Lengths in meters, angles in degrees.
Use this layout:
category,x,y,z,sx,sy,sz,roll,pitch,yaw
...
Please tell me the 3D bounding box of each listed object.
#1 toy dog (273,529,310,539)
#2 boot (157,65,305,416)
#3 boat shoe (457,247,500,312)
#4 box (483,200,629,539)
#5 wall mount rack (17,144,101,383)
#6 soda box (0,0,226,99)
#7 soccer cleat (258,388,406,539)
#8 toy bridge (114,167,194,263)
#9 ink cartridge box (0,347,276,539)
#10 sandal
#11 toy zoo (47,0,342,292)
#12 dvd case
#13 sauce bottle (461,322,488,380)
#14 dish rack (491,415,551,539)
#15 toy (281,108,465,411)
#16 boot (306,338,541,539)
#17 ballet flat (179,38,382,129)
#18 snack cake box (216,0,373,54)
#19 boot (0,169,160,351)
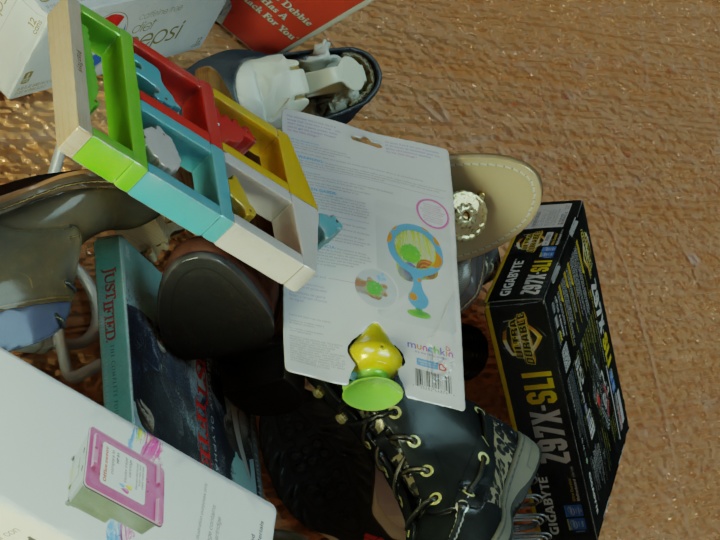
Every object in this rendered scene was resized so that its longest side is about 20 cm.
category,x,y,z,sx,sy,sz,roll,pitch,yaw
toy dog,-0.047,0.251,1.181,0.193,0.140,0.201,9,57,-13
boot,-0.076,-0.037,1.250,0.188,0.068,0.201,48,32,-57
boat shoe,0.069,-0.016,1.474,0.073,0.074,0.200,44,17,-19
box,0.146,0.073,1.503,0.160,0.049,0.201,-64,143,-59
wall mount rack,-0.208,-0.026,1.182,0.200,0.074,0.175,8,63,-50
soda box,-0.166,-0.170,1.318,0.064,0.068,0.200,44,33,14
soccer cleat,0.002,0.148,1.351,0.200,0.068,0.073,51,18,-19
toy bridge,-0.127,-0.057,1.292,0.200,0.027,0.067,-95,159,-59
ink cartridge box,-0.166,0.134,1.074,0.200,0.144,0.085,35,47,-33
sandal,0.013,-0.020,1.346,0.070,0.211,0.078,-74,155,-58
toy zoo,-0.089,-0.065,1.172,0.200,0.020,0.131,31,28,-32
dvd case,-0.103,0.082,1.224,0.200,0.022,0.147,52,27,-60
sauce bottle,0.013,0.044,1.421,0.200,0.065,0.065,12,59,-46
dish rack,0.105,0.202,1.391,0.154,0.054,0.201,74,13,-54
toy,0.000,0.000,1.264,0.115,0.047,0.201,13,47,-19
boot,0.023,0.117,1.256,0.154,0.073,0.204,44,30,-5
ballet flat,-0.052,-0.128,1.445,0.200,0.073,0.073,-13,79,-53
snack cake box,-0.089,-0.245,1.434,0.200,0.115,0.067,39,43,-30
boot,-0.178,-0.002,1.108,0.200,0.075,0.097,-8,90,-46
